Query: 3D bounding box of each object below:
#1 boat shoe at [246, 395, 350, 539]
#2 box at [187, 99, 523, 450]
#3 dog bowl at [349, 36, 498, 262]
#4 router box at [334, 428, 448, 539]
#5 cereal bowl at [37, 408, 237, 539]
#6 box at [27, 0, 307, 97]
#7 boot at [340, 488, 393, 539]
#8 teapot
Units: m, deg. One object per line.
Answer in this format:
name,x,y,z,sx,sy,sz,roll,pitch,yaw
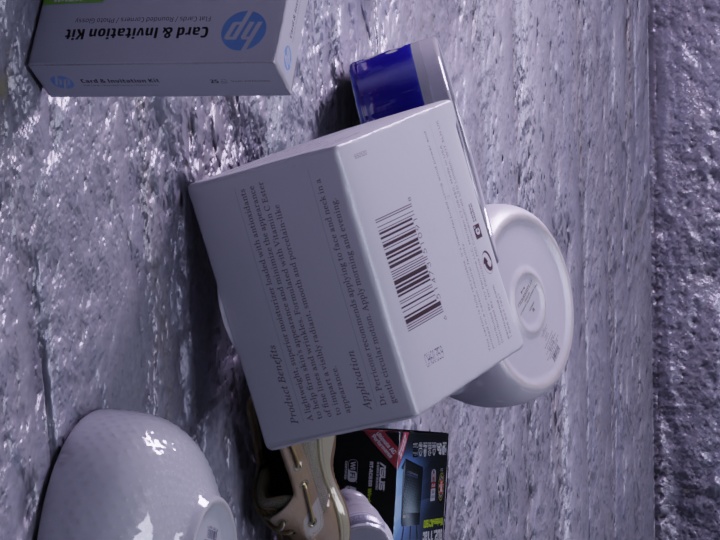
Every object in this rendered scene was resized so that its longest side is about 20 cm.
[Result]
boat shoe,-0.055,0.167,1.831,0.065,0.072,0.200,-26,129,-32
box,0.000,0.000,1.727,0.200,0.130,0.199,-28,103,-61
dog bowl,0.054,-0.092,2.038,0.200,0.079,0.201,-16,90,-85
router box,0.025,0.215,2.113,0.200,0.062,0.150,14,80,-74
cereal bowl,-0.131,0.187,1.504,0.200,0.083,0.201,2,90,-74
box,-0.102,-0.197,1.425,0.041,0.155,0.200,59,36,-59
boot,-0.018,0.279,1.950,0.096,0.073,0.201,-118,-137,-73
teapot,0.095,0.033,2.191,0.200,0.146,0.198,4,81,-55
